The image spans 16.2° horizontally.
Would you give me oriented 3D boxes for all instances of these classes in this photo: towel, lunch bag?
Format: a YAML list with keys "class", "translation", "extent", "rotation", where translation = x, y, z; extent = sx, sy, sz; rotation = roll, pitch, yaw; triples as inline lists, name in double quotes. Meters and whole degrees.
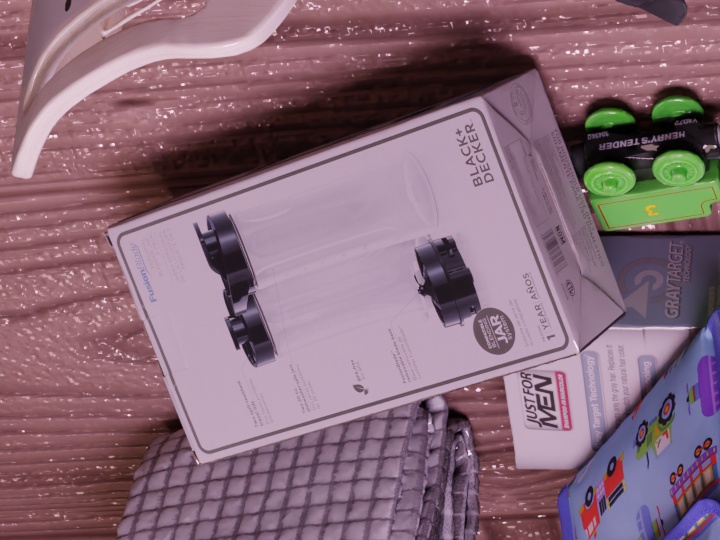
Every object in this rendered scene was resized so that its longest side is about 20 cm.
- class: "towel"
  translation: [-0.033, 0.156, 1.196]
  extent: [0.164, 0.201, 0.086]
  rotation: [-12, 134, 24]
- class: "lunch bag"
  translation: [0.148, 0.146, 1.059]
  extent: [0.093, 0.201, 0.151]
  rotation: [21, 136, -13]

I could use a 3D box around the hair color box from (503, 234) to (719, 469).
- class: "hair color box"
  translation: [0.165, 0.038, 1.134]
  extent: [0.198, 0.061, 0.099]
  rotation: [-1, 136, 11]

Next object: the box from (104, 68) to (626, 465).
- class: "box"
  translation: [0.000, 0.000, 1.087]
  extent: [0.199, 0.060, 0.117]
  rotation: [-19, 96, 30]

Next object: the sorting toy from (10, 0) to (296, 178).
- class: "sorting toy"
  translation: [-0.070, -0.119, 0.928]
  extent: [0.199, 0.181, 0.107]
  rotation: [-26, 126, 32]

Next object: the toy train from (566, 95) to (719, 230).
- class: "toy train"
  translation: [0.185, -0.051, 1.052]
  extent: [0.198, 0.042, 0.056]
  rotation: [-8, 144, 19]

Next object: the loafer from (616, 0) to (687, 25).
- class: "loafer"
  translation: [0.112, -0.125, 0.966]
  extent: [0.199, 0.068, 0.071]
  rotation: [-1, 128, 7]
